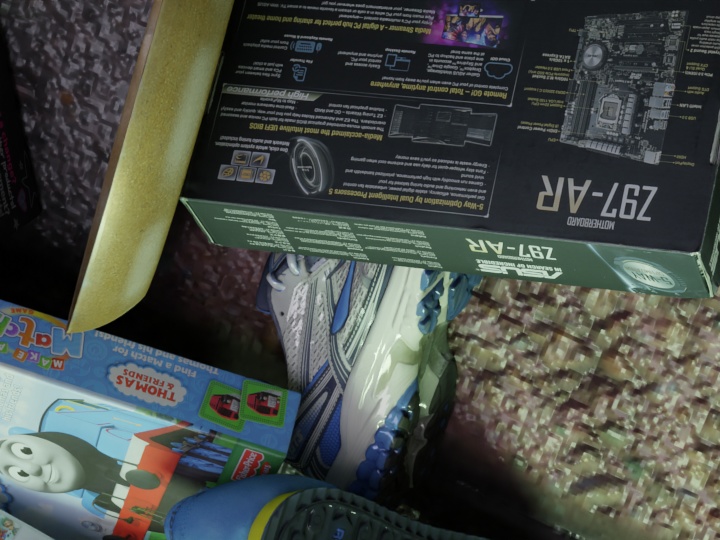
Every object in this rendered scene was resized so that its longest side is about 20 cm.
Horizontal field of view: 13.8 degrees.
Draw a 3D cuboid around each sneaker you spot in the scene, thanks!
[{"bbox_3d":[0.007,0.129,1.195,0.078,0.200,0.066,3,71,49],"label":"sneaker"},{"bbox_3d":[0.000,0.000,1.185,0.085,0.077,0.201,23,112,18],"label":"sneaker"}]

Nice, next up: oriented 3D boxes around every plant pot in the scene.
[{"bbox_3d":[-0.073,-0.069,1.127,0.027,0.200,0.201,16,113,-6],"label":"plant pot"}]

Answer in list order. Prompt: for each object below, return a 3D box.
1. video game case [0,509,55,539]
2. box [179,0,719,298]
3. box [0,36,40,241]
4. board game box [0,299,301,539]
[{"bbox_3d":[-0.144,0.175,1.261,0.182,0.024,0.200,29,140,0],"label":"video game case"},{"bbox_3d":[0.047,-0.079,1.108,0.199,0.044,0.161,6,68,18],"label":"box"},{"bbox_3d":[-0.253,-0.058,1.234,0.199,0.115,0.133,-5,106,21],"label":"box"},{"bbox_3d":[-0.140,0.070,1.208,0.199,0.037,0.151,19,143,-6],"label":"board game box"}]
